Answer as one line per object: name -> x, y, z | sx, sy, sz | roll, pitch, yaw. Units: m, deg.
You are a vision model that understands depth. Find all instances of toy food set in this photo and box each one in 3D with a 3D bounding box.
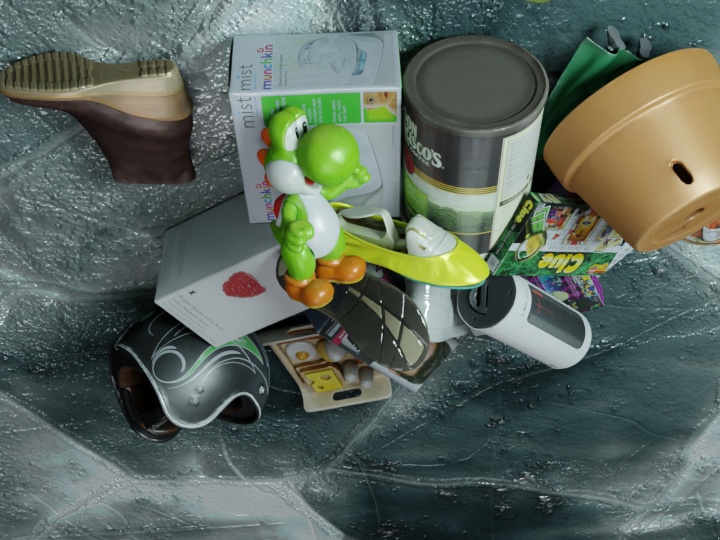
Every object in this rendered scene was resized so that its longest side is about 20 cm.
toy food set -> -0.051, 0.143, 1.491 | 0.143, 0.060, 0.200 | -12, 139, 14

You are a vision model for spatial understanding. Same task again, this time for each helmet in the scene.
helmet -> -0.223, 0.135, 1.377 | 0.191, 0.200, 0.200 | -25, 155, -35

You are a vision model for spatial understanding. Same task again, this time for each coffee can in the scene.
coffee can -> 0.117, -0.128, 1.089 | 0.146, 0.146, 0.200 | -1, 141, 1

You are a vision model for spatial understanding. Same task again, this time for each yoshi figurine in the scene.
yoshi figurine -> -0.038, -0.067, 1.020 | 0.112, 0.112, 0.200 | -13, 117, -5

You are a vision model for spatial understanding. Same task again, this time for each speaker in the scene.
speaker -> 0.199, 0.058, 1.219 | 0.081, 0.081, 0.200 | -26, 147, 28

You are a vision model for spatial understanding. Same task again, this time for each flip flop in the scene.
flip flop -> -0.006, 0.037, 1.127 | 0.200, 0.081, 0.058 | 31, -178, 17

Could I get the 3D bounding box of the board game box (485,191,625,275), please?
board game box -> 0.236, -0.039, 1.152 | 0.200, 0.023, 0.105 | -1, 133, -40

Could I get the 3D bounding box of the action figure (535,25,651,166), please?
action figure -> 0.234, -0.178, 1.101 | 0.118, 0.055, 0.200 | 15, 143, -21

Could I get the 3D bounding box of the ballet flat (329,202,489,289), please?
ballet flat -> 0.042, -0.032, 1.086 | 0.200, 0.067, 0.067 | 15, 132, 26

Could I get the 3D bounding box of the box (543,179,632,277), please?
box -> 0.273, -0.050, 1.271 | 0.137, 0.039, 0.200 | 20, 138, -23

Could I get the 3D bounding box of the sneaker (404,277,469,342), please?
sneaker -> 0.094, 0.019, 1.210 | 0.074, 0.116, 0.200 | 7, -176, 12

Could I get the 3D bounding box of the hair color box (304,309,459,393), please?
hair color box -> 0.031, 0.078, 1.381 | 0.200, 0.061, 0.099 | 34, 100, -36

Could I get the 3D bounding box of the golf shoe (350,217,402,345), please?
golf shoe -> 0.000, 0.000, 1.205 | 0.073, 0.200, 0.092 | -24, 137, 34

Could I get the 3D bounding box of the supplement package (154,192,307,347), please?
supplement package -> -0.136, -0.010, 1.254 | 0.200, 0.120, 0.121 | -24, 135, 26

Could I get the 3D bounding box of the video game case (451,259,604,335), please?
video game case -> 0.193, 0.002, 1.276 | 0.181, 0.036, 0.200 | -15, 139, 22

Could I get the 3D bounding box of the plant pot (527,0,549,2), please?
plant pot -> 0.191, -0.324, 0.840 | 0.200, 0.200, 0.190 | 26, 147, -29

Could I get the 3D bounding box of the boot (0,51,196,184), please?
boot -> -0.283, -0.155, 1.111 | 0.200, 0.072, 0.166 | -1, 139, -5

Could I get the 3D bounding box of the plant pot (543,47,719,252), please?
plant pot -> 0.312, -0.113, 1.051 | 0.200, 0.140, 0.200 | -24, 161, -9

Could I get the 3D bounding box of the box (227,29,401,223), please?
box -> -0.045, -0.154, 1.099 | 0.176, 0.097, 0.200 | -2, 142, -1

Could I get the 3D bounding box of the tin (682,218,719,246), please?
tin -> 0.435, -0.106, 1.206 | 0.112, 0.042, 0.200 | 1, 141, 5
